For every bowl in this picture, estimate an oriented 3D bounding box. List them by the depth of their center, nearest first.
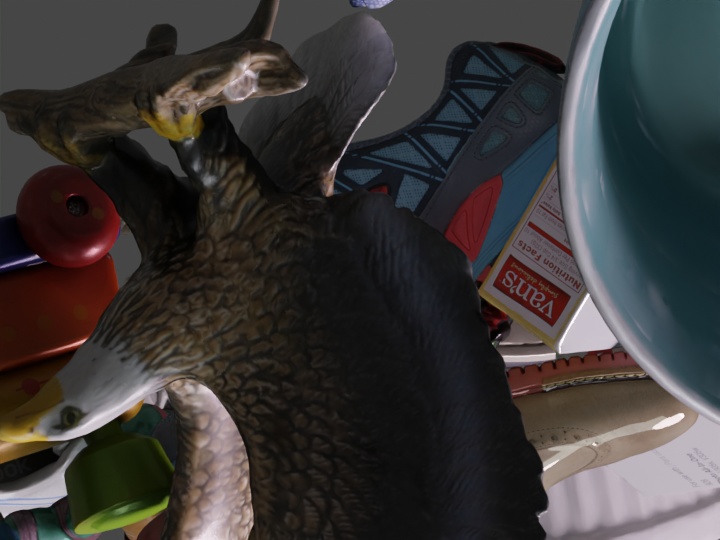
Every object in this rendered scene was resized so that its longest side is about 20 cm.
[{"bbox_3d":[0.142,-0.058,0.837,0.201,0.201,0.105,-26,-156,0],"label":"bowl"}]

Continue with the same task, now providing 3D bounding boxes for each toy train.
[{"bbox_3d":[-0.088,0.032,0.949,0.200,0.116,0.085,-17,165,-34],"label":"toy train"}]

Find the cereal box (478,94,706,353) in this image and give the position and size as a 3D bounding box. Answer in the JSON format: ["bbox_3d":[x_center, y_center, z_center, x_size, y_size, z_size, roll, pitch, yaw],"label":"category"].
[{"bbox_3d":[0.128,-0.065,0.957,0.200,0.040,0.144,-61,157,15],"label":"cereal box"}]

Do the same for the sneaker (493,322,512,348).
[{"bbox_3d":[0.027,0.026,1.135,0.200,0.077,0.084,-58,166,23],"label":"sneaker"}]

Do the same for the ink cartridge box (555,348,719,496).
[{"bbox_3d":[0.177,-0.008,1.074,0.200,0.146,0.087,-11,149,31],"label":"ink cartridge box"}]

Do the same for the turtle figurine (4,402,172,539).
[{"bbox_3d":[-0.064,0.104,1.084,0.150,0.101,0.200,13,159,28],"label":"turtle figurine"}]

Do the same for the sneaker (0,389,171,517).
[{"bbox_3d":[-0.092,0.058,1.151,0.200,0.075,0.087,-22,161,-16],"label":"sneaker"}]

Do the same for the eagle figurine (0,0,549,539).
[{"bbox_3d":[-0.035,0.031,0.847,0.151,0.200,0.152,-22,-167,8],"label":"eagle figurine"}]

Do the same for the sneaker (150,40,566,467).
[{"bbox_3d":[0.000,0.000,1.017,0.200,0.096,0.079,-39,156,1],"label":"sneaker"}]

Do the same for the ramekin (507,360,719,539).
[{"bbox_3d":[0.081,0.070,1.330,0.202,0.094,0.202,-9,-170,2],"label":"ramekin"}]

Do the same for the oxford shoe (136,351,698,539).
[{"bbox_3d":[0.028,0.086,0.979,0.200,0.075,0.070,-24,159,10],"label":"oxford shoe"}]

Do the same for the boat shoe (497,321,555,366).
[{"bbox_3d":[0.086,0.007,1.280,0.200,0.073,0.063,-21,164,-39],"label":"boat shoe"}]

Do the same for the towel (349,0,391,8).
[{"bbox_3d":[0.043,-0.131,0.769,0.147,0.024,0.200,-27,167,2],"label":"towel"}]
